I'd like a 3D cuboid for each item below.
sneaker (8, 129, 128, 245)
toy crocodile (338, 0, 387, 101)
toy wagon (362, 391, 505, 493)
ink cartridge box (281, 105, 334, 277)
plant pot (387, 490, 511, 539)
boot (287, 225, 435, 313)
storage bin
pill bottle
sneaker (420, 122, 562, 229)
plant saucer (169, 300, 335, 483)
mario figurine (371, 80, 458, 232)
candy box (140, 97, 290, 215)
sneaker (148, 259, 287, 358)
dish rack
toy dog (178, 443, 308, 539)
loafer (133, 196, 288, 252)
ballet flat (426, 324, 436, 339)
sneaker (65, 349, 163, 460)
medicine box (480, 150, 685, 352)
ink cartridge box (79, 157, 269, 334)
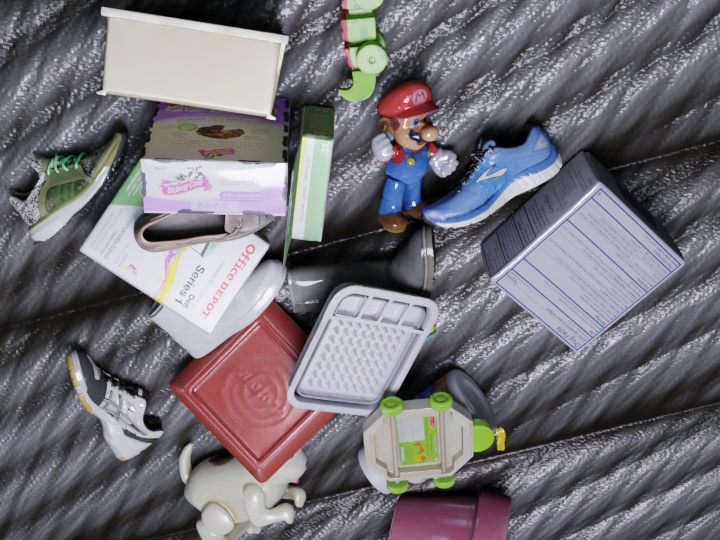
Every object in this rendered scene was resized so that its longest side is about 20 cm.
[{"bbox_3d":[-0.381,-0.121,1.339,0.200,0.077,0.089,-41,106,17],"label":"sneaker"},{"bbox_3d":[-0.001,-0.302,1.251,0.061,0.068,0.201,-3,121,0],"label":"toy crocodile"},{"bbox_3d":[0.104,0.238,1.465,0.198,0.040,0.156,-6,122,-2],"label":"toy wagon"},{"bbox_3d":[-0.063,-0.100,1.290,0.048,0.200,0.147,6,120,-4],"label":"ink cartridge box"},{"bbox_3d":[0.135,0.436,1.639,0.178,0.200,0.201,11,121,8],"label":"plant pot"},{"bbox_3d":[0.000,0.001,1.413,0.198,0.073,0.182,4,144,0],"label":"boot"},{"bbox_3d":[-0.189,-0.242,1.205,0.198,0.199,0.095,7,103,-7],"label":"storage bin"},{"bbox_3d":[0.095,0.247,1.558,0.200,0.112,0.112,-37,116,17],"label":"pill bottle"},{"bbox_3d":[0.161,-0.126,1.360,0.199,0.079,0.090,-33,107,-5],"label":"sneaker"},{"bbox_3d":[-0.141,0.170,1.474,0.200,0.037,0.200,-44,90,6],"label":"plant saucer"},{"bbox_3d":[0.069,-0.143,1.323,0.105,0.124,0.201,6,125,8],"label":"mario figurine"},{"bbox_3d":[-0.170,-0.143,1.259,0.166,0.200,0.072,2,121,-4],"label":"candy box"},{"bbox_3d":[-0.204,0.031,1.435,0.200,0.074,0.115,-39,119,20],"label":"sneaker"},{"bbox_3d":[-0.003,0.102,1.403,0.171,0.044,0.201,11,117,-33],"label":"dish rack"},{"bbox_3d":[-0.162,0.306,1.582,0.200,0.139,0.194,-44,77,22],"label":"toy dog"},{"bbox_3d":[-0.180,-0.065,1.277,0.199,0.063,0.072,-18,99,-8],"label":"loafer"},{"bbox_3d":[0.008,0.094,1.493,0.199,0.067,0.067,-20,103,10],"label":"ballet flat"},{"bbox_3d":[-0.358,0.183,1.528,0.087,0.076,0.201,-27,123,-5],"label":"sneaker"},{"bbox_3d":[0.297,-0.023,1.414,0.182,0.103,0.200,38,112,-22],"label":"medicine box"},{"bbox_3d":[-0.236,-0.033,1.347,0.199,0.084,0.145,34,91,-11],"label":"ink cartridge box"}]
